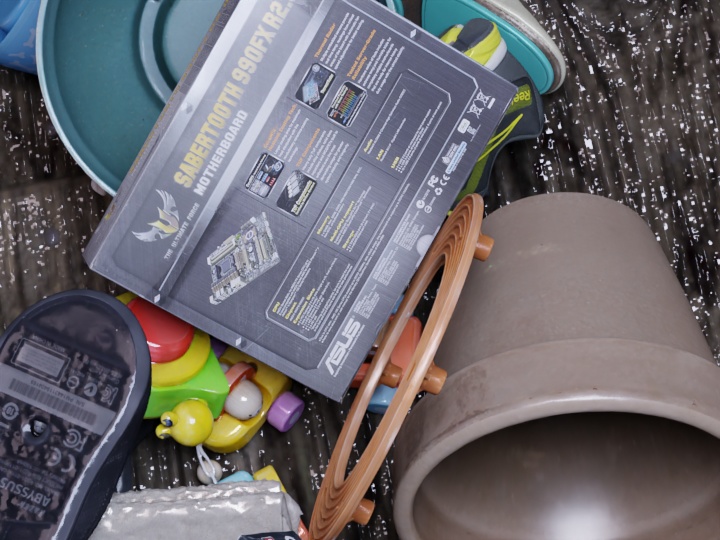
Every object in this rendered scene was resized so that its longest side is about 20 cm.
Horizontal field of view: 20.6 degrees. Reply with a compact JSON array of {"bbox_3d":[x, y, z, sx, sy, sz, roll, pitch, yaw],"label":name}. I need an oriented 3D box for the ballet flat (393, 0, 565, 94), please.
[{"bbox_3d":[0.043,-0.169,1.218,0.200,0.069,0.070,23,74,14],"label":"ballet flat"}]

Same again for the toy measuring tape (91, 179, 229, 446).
[{"bbox_3d":[-0.136,0.018,1.124,0.073,0.074,0.200,-26,60,-4],"label":"toy measuring tape"}]

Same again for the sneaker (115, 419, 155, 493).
[{"bbox_3d":[-0.186,0.133,1.118,0.140,0.078,0.200,31,76,16],"label":"sneaker"}]

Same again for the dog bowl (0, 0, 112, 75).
[{"bbox_3d":[-0.175,-0.208,1.229,0.050,0.111,0.200,26,71,-24],"label":"dog bowl"}]

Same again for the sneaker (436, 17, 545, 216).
[{"bbox_3d":[0.030,-0.052,1.166,0.085,0.074,0.200,42,96,-19],"label":"sneaker"}]

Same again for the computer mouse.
[{"bbox_3d":[-0.177,0.104,1.043,0.138,0.053,0.200,27,79,16],"label":"computer mouse"}]

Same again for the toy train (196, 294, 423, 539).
[{"bbox_3d":[-0.033,0.098,1.127,0.150,0.056,0.200,9,71,9],"label":"toy train"}]

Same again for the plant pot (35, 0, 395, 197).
[{"bbox_3d":[-0.080,-0.131,1.155,0.200,0.134,0.201,0,99,-1],"label":"plant pot"}]

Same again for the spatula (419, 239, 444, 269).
[{"bbox_3d":[0.000,0.000,1.140,0.200,0.057,0.021,-11,42,-9],"label":"spatula"}]

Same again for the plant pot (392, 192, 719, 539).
[{"bbox_3d":[0.111,0.057,1.072,0.200,0.200,0.175,-6,52,3],"label":"plant pot"}]

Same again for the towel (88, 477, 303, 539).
[{"bbox_3d":[-0.128,0.183,1.081,0.200,0.034,0.133,-3,103,2],"label":"towel"}]

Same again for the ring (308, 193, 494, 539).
[{"bbox_3d":[0.022,0.054,1.020,0.019,0.200,0.201,24,73,-4],"label":"ring"}]

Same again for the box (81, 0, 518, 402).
[{"bbox_3d":[-0.033,-0.052,1.066,0.158,0.048,0.200,28,92,-15],"label":"box"}]

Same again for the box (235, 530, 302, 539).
[{"bbox_3d":[-0.052,0.258,1.009,0.159,0.046,0.200,45,111,30],"label":"box"}]
